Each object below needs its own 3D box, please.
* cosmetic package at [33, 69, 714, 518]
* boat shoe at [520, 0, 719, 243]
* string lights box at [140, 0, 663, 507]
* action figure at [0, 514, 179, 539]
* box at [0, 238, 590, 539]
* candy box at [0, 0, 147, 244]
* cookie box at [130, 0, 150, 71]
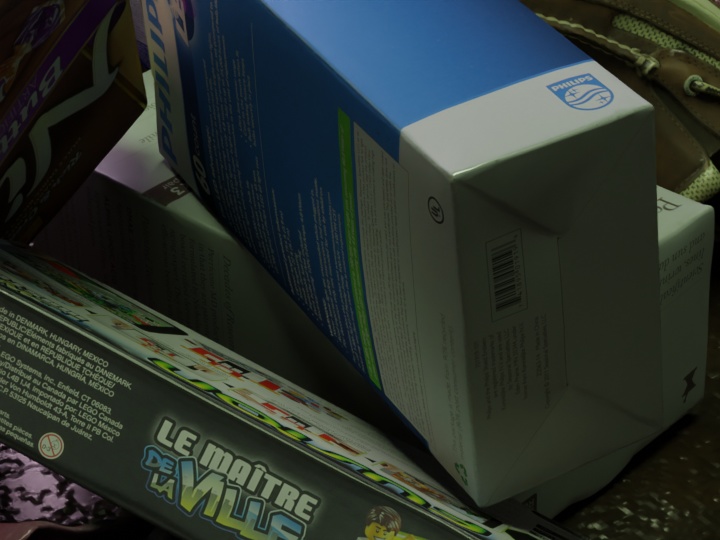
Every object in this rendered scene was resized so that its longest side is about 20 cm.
[{"bbox_3d":[0.000,0.000,0.765,0.200,0.081,0.113,23,41,35],"label":"cosmetic package"},{"bbox_3d":[0.102,-0.048,0.800,0.202,0.075,0.075,16,48,-17],"label":"boat shoe"},{"bbox_3d":[0.003,-0.038,0.659,0.059,0.103,0.200,-21,39,-19],"label":"string lights box"},{"bbox_3d":[-0.139,0.092,0.643,0.200,0.149,0.134,5,-13,37],"label":"action figure"},{"bbox_3d":[-0.028,0.049,0.627,0.200,0.035,0.110,27,3,10],"label":"box"},{"bbox_3d":[-0.116,-0.045,0.647,0.056,0.200,0.117,38,79,5],"label":"candy box"},{"bbox_3d":[-0.035,-0.160,0.859,0.075,0.200,0.171,28,74,40],"label":"cookie box"}]
